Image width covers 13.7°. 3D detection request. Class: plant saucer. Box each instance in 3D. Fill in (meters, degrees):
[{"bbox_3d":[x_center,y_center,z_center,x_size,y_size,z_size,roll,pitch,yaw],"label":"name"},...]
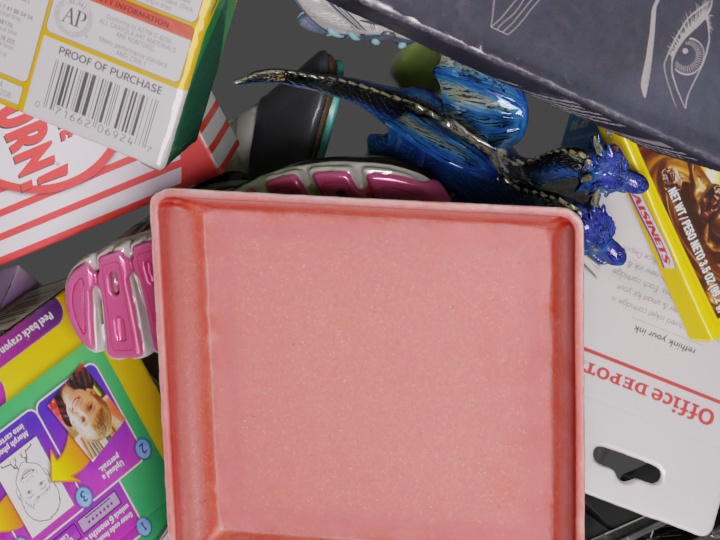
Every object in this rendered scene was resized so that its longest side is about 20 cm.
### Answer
[{"bbox_3d":[0.007,0.055,1.377,0.198,0.037,0.201,3,112,11],"label":"plant saucer"}]

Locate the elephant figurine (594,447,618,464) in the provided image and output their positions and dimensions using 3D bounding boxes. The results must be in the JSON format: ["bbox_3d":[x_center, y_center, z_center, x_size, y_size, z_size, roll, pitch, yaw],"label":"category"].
[{"bbox_3d":[0.023,0.079,1.566,0.199,0.142,0.156,-21,104,14],"label":"elephant figurine"}]

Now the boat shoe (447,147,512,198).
[{"bbox_3d":[0.000,0.000,1.486,0.200,0.073,0.063,-47,145,-13],"label":"boat shoe"}]

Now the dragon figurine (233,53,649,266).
[{"bbox_3d":[0.043,-0.066,1.410,0.199,0.059,0.099,34,158,-2],"label":"dragon figurine"}]

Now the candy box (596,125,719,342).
[{"bbox_3d":[0.162,-0.078,1.422,0.102,0.026,0.201,-30,104,-22],"label":"candy box"}]

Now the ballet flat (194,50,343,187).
[{"bbox_3d":[-0.056,-0.028,1.519,0.072,0.073,0.201,8,130,-4],"label":"ballet flat"}]

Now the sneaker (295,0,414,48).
[{"bbox_3d":[0.016,-0.144,1.430,0.199,0.078,0.086,29,133,-10],"label":"sneaker"}]

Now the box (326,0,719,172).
[{"bbox_3d":[0.108,-0.172,1.315,0.199,0.117,0.198,23,91,-16],"label":"box"}]

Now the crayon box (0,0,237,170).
[{"bbox_3d":[-0.112,-0.163,1.363,0.125,0.052,0.201,22,114,8],"label":"crayon box"}]

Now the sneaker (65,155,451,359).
[{"bbox_3d":[-0.043,-0.017,1.430,0.199,0.087,0.074,-18,106,23],"label":"sneaker"}]

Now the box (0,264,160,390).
[{"bbox_3d":[-0.169,0.133,1.567,0.096,0.177,0.200,-17,130,44],"label":"box"}]

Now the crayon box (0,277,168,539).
[{"bbox_3d":[-0.168,0.125,1.460,0.058,0.200,0.173,-16,106,46],"label":"crayon box"}]

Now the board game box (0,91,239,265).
[{"bbox_3d":[-0.181,-0.085,1.466,0.199,0.046,0.152,-22,106,18],"label":"board game box"}]

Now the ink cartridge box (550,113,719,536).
[{"bbox_3d":[0.139,0.018,1.466,0.115,0.201,0.067,22,170,-20],"label":"ink cartridge box"}]

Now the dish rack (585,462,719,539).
[{"bbox_3d":[0.130,0.190,1.645,0.153,0.055,0.201,-19,140,-36],"label":"dish rack"}]
